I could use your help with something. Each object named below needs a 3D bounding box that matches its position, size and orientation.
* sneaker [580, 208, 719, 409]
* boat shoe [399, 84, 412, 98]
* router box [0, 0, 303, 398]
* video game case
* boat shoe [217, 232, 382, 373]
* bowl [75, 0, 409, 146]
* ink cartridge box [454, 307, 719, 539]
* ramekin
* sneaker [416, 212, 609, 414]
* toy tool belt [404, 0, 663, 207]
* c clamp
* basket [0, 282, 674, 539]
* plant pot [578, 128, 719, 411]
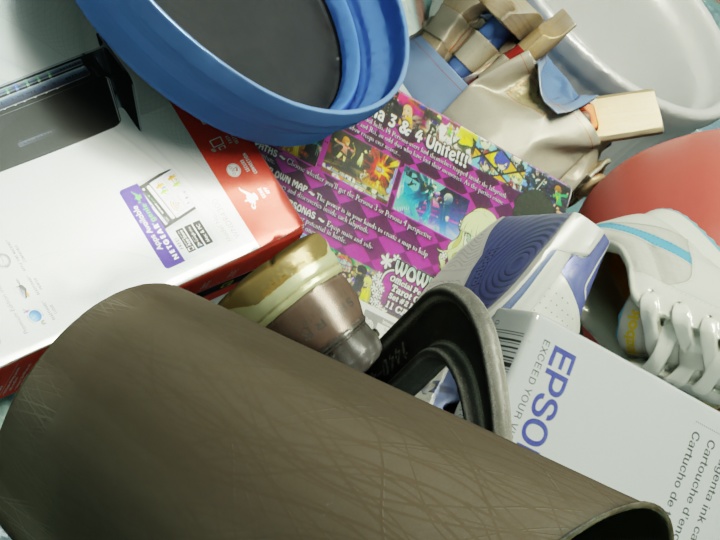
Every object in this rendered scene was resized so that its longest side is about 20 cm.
[{"bbox_3d":[0.172,0.037,1.048,0.080,0.077,0.200,-11,30,-34],"label":"sneaker"},{"bbox_3d":[-0.046,-0.109,1.180,0.071,0.091,0.200,56,-3,-29],"label":"boat shoe"},{"bbox_3d":[-0.151,-0.058,0.946,0.179,0.049,0.201,-26,78,-31],"label":"router box"},{"bbox_3d":[0.000,0.000,1.059,0.199,0.036,0.182,26,70,-26],"label":"video game case"},{"bbox_3d":[-0.035,0.048,0.897,0.073,0.200,0.065,-33,80,-15],"label":"boat shoe"},{"bbox_3d":[-0.064,-0.143,0.989,0.200,0.039,0.201,31,37,-27],"label":"bowl"},{"bbox_3d":[0.110,0.146,0.988,0.199,0.043,0.197,27,79,-25],"label":"ink cartridge box"},{"bbox_3d":[0.139,-0.147,1.396,0.200,0.098,0.201,29,36,-23],"label":"ramekin"},{"bbox_3d":[0.068,0.078,1.030,0.115,0.080,0.200,39,73,-26],"label":"sneaker"},{"bbox_3d":[0.077,-0.121,1.263,0.200,0.123,0.125,52,2,21],"label":"toy tool belt"},{"bbox_3d":[0.021,0.107,0.876,0.027,0.200,0.172,4,57,-23],"label":"c clamp"},{"bbox_3d":[-0.023,0.099,0.751,0.200,0.137,0.180,30,46,29],"label":"basket"},{"bbox_3d":[0.213,0.049,1.193,0.200,0.200,0.178,29,46,-23],"label":"plant pot"}]
